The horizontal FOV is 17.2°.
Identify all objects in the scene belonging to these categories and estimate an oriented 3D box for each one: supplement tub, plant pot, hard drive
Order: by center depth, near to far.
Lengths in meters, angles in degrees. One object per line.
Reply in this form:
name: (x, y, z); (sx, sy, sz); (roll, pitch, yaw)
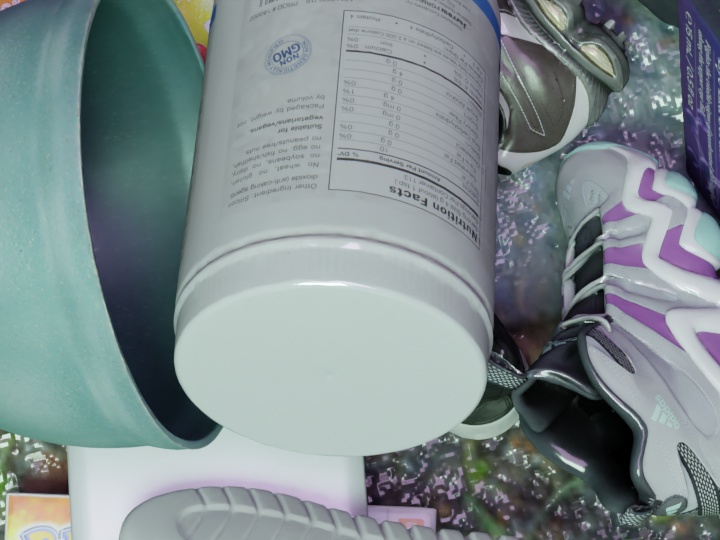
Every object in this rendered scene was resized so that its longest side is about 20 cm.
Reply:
plant pot: (-0.142, -0.018, 0.998); (0.134, 0.200, 0.200); (-7, 81, 14)
supplement tub: (-0.007, -0.038, 1.000); (0.132, 0.132, 0.200); (6, 55, -2)
hard drive: (-0.060, 0.141, 1.054); (0.132, 0.025, 0.200); (-4, 78, -4)

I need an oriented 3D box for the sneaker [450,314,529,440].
sneaker: (0.000, 0.000, 1.092); (0.200, 0.091, 0.066); (38, 80, 4)

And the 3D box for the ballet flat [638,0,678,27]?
ballet flat: (0.105, -0.185, 1.139); (0.200, 0.073, 0.073); (32, 81, 3)

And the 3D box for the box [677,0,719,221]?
box: (0.231, -0.038, 1.047); (0.104, 0.148, 0.200); (-23, 54, -6)

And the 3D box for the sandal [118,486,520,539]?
sandal: (-0.005, 0.142, 1.016); (0.202, 0.082, 0.050); (9, 120, 1)

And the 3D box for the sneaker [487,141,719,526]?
sneaker: (0.103, 0.025, 1.056); (0.140, 0.078, 0.200); (-6, 52, -32)

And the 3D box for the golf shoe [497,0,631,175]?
golf shoe: (0.030, -0.130, 1.123); (0.200, 0.078, 0.094); (42, 84, 7)

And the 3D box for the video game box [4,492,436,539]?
video game box: (-0.066, 0.195, 1.080); (0.200, 0.047, 0.182); (2, 78, -3)

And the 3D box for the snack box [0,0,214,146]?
snack box: (-0.176, -0.122, 1.114); (0.200, 0.068, 0.169); (-29, 84, -8)
